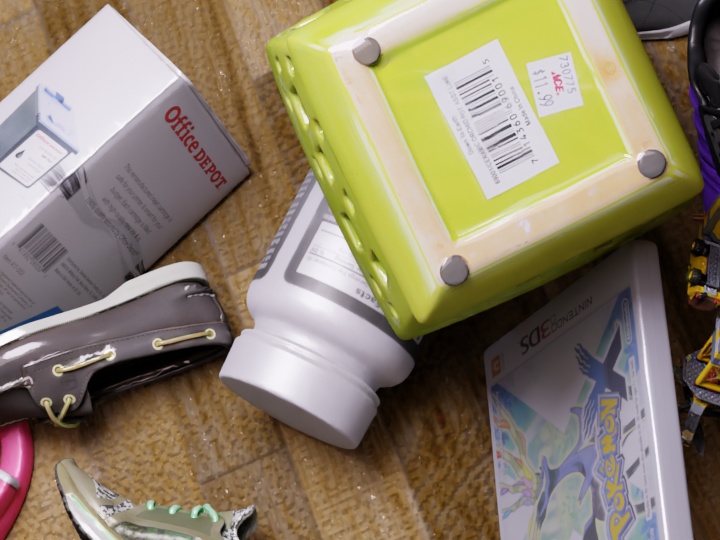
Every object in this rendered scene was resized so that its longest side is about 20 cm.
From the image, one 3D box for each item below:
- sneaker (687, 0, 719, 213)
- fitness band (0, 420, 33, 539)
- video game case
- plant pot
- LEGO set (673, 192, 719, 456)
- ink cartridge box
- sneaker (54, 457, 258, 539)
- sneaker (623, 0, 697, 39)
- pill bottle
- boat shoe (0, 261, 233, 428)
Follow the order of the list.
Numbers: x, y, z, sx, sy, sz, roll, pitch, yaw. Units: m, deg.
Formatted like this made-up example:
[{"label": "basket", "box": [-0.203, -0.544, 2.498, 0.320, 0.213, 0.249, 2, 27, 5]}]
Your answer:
[{"label": "sneaker", "box": [0.231, -0.083, 1.398, 0.069, 0.100, 0.201, -13, 70, 10]}, {"label": "fitness band", "box": [-0.298, 0.149, 1.489, 0.143, 0.037, 0.200, 29, 78, 23]}, {"label": "video game case", "box": [0.127, 0.108, 1.325, 0.022, 0.182, 0.201, 6, 65, -24]}, {"label": "plant pot", "box": [0.069, -0.083, 1.274, 0.198, 0.181, 0.201, -25, 92, 0]}, {"label": "LEGO set", "box": [0.259, 0.046, 1.329, 0.199, 0.116, 0.154, 12, 52, -13]}, {"label": "ink cartridge box", "box": [-0.184, -0.048, 1.474, 0.200, 0.147, 0.086, -44, 63, -5]}, {"label": "sneaker", "box": [-0.104, 0.172, 1.418, 0.200, 0.077, 0.089, 38, 70, 19]}, {"label": "sneaker", "box": [0.159, -0.197, 1.465, 0.199, 0.099, 0.071, -6, 66, 12]}, {"label": "pill bottle", "box": [0.000, 0.000, 1.423, 0.113, 0.114, 0.201, 22, 77, 22]}, {"label": "boat shoe", "box": [-0.178, 0.062, 1.459, 0.200, 0.072, 0.061, -26, 68, -9]}]
